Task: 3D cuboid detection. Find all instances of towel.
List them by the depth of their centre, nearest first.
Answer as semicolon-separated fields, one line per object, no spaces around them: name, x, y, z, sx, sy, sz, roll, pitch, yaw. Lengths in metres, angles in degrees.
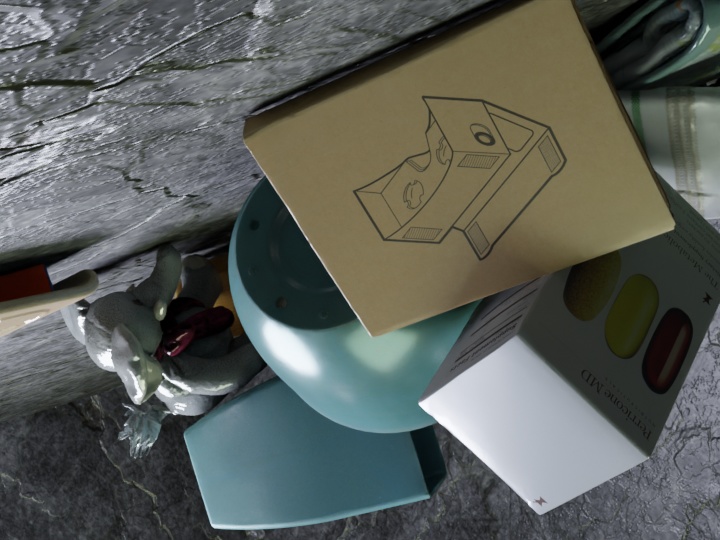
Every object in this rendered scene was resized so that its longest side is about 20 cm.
towel;0.236;-0.162;0.926;0.170;0.048;0.200;-21;177;-25
towel;0.190;-0.073;0.934;0.199;0.031;0.149;-1;153;19

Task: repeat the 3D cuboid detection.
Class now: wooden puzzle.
wooden puzzle;-0.320;0.043;1.007;0.185;0.047;0.200;-22;180;35

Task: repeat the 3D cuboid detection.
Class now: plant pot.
plant pot;0.000;0.000;0.951;0.200;0.202;0.161;-20;158;11
plant pot;-0.043;0.154;1.216;0.199;0.142;0.141;-19;176;9

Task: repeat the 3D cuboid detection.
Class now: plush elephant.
plush elephant;-0.175;0.050;1.192;0.200;0.164;0.155;-50;141;-11

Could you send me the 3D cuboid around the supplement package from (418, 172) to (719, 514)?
supplement package;0.145;0.036;0.877;0.109;0.114;0.200;-41;-171;48

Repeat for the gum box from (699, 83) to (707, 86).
gum box;0.161;-0.097;1.091;0.199;0.045;0.170;-13;-172;35

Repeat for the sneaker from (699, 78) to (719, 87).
sneaker;0.303;-0.121;1.063;0.075;0.079;0.200;24;-135;37

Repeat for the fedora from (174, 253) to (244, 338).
fedora;-0.120;0.033;1.355;0.199;0.082;0.201;-10;-159;4

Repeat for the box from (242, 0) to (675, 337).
box;0.056;-0.056;0.776;0.199;0.164;0.021;-21;-148;21
